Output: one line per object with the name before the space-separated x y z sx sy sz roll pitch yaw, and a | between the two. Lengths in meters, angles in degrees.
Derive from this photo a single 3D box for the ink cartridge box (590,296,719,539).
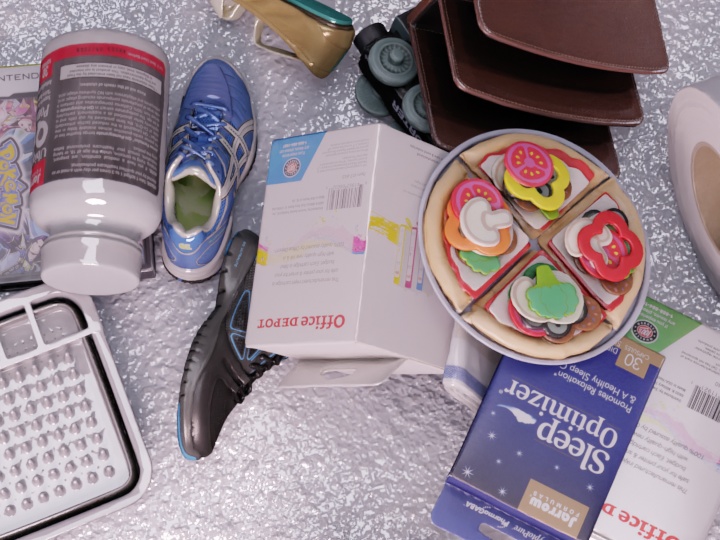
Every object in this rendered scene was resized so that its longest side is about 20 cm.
ink cartridge box | 0.233 0.139 1.461 0.144 0.084 0.201 26 72 6

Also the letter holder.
letter holder | 0.155 -0.164 1.495 0.198 0.101 0.144 8 60 -30

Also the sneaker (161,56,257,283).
sneaker | -0.129 -0.093 1.522 0.075 0.077 0.202 4 70 0

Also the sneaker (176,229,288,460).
sneaker | -0.096 0.065 1.474 0.081 0.073 0.202 18 73 1

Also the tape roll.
tape roll | 0.325 -0.064 1.471 0.070 0.203 0.204 -16 73 -8

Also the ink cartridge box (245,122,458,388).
ink cartridge box | 0.000 0.000 1.442 0.125 0.128 0.203 18 75 -44

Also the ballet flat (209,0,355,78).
ballet flat | -0.095 -0.236 1.575 0.199 0.068 0.064 35 114 22

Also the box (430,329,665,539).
box | 0.147 0.131 1.395 0.120 0.032 0.202 25 73 2

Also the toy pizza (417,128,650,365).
toy pizza | 0.141 -0.024 1.406 0.198 0.032 0.203 7 67 -15

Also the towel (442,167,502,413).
towel | 0.110 0.023 1.470 0.024 0.147 0.202 -1 70 27

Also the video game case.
video game case | -0.273 -0.084 1.538 0.178 0.026 0.202 -5 72 -5

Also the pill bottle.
pill bottle | -0.216 -0.087 1.470 0.109 0.111 0.202 2 71 -2

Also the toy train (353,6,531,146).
toy train | 0.078 -0.142 1.550 0.113 0.085 0.201 -29 76 -21

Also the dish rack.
dish rack | -0.274 0.125 1.462 0.170 0.044 0.202 -20 74 -10
